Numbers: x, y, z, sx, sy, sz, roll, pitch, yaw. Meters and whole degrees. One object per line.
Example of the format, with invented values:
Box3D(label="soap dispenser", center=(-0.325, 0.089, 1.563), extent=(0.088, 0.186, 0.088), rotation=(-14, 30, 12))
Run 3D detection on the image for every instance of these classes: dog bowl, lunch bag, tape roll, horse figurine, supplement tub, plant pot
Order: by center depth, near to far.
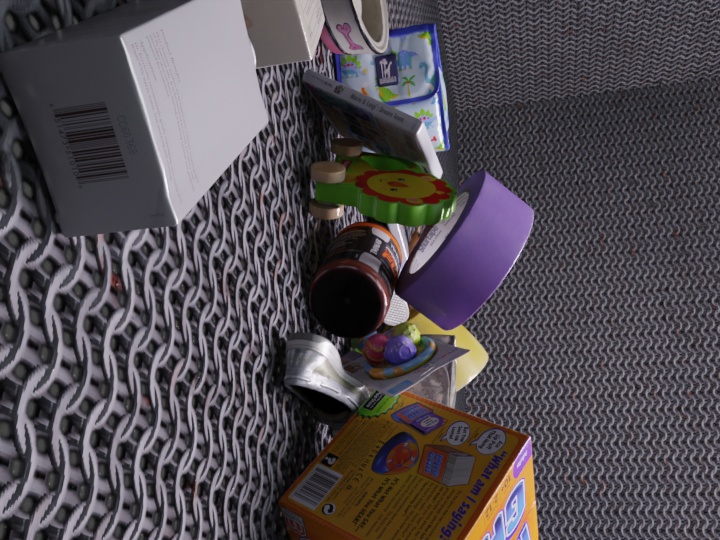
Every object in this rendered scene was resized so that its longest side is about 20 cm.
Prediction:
Box3D(label="tape roll", center=(0.135, -0.027, 0.955), extent=(0.201, 0.084, 0.200), rotation=(-55, -173, 10))
Box3D(label="supplement tub", center=(0.000, 0.000, 0.972), extent=(0.201, 0.105, 0.109), rotation=(-68, 151, -63))
Box3D(label="lunch bag", center=(0.054, 0.173, 1.026), extent=(0.200, 0.161, 0.120), rotation=(-64, 153, -67))
Box3D(label="dog bowl", center=(-0.023, -0.406, 1.033), extent=(0.200, 0.072, 0.204), rotation=(-9, 90, -71))
Box3D(label="lunch bag", center=(0.055, -0.292, 1.171), extent=(0.128, 0.167, 0.203), rotation=(-83, 163, -53))
Box3D(label="plant pot", center=(0.118, 0.147, 1.342), extent=(0.143, 0.198, 0.200), rotation=(59, 17, -6))
Box3D(label="horse figurine", center=(0.114, -0.028, 1.419), extent=(0.133, 0.049, 0.203), rotation=(-65, 171, -61))

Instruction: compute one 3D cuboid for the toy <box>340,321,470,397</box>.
Box3D(label="toy", center=(0.037, 0.096, 0.905), extent=(0.048, 0.114, 0.199), rotation=(66, -20, -10))

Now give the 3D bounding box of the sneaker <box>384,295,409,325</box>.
Box3D(label="sneaker", center=(0.034, -0.007, 1.244), extent=(0.202, 0.071, 0.116), rotation=(76, 5, -48))

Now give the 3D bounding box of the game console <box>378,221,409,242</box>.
Box3D(label="game console", center=(0.070, -0.062, 1.477), extent=(0.201, 0.030, 0.179), rotation=(-78, 160, -52))

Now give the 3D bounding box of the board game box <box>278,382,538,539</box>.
Box3D(label="board game box", center=(0.063, 0.289, 0.798), extent=(0.200, 0.197, 0.203), rotation=(-41, 132, -39))

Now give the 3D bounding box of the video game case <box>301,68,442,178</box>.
Box3D(label="video game case", center=(0.023, -0.199, 1.009), extent=(0.024, 0.180, 0.200), rotation=(-60, 163, -3))

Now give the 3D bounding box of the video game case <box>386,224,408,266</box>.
Box3D(label="video game case", center=(0.054, -0.133, 1.341), extent=(0.183, 0.023, 0.203), rotation=(-84, 158, -67))

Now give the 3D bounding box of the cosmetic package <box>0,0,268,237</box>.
Box3D(label="cosmetic package", center=(-0.133, -0.118, 0.479), extent=(0.201, 0.080, 0.115), rotation=(-72, 155, -61))

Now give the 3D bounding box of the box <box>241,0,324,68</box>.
Box3D(label="box", center=(-0.099, -0.310, 0.694), extent=(0.096, 0.076, 0.202), rotation=(-81, 162, -46))

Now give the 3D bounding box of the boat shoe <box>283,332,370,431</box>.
Box3D(label="boat shoe", center=(-0.040, 0.147, 0.836), extent=(0.203, 0.073, 0.066), rotation=(67, 31, -51))

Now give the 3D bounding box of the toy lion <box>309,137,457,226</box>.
Box3D(label="toy lion", center=(0.035, -0.113, 0.955), extent=(0.201, 0.188, 0.070), rotation=(-68, 165, -63))
